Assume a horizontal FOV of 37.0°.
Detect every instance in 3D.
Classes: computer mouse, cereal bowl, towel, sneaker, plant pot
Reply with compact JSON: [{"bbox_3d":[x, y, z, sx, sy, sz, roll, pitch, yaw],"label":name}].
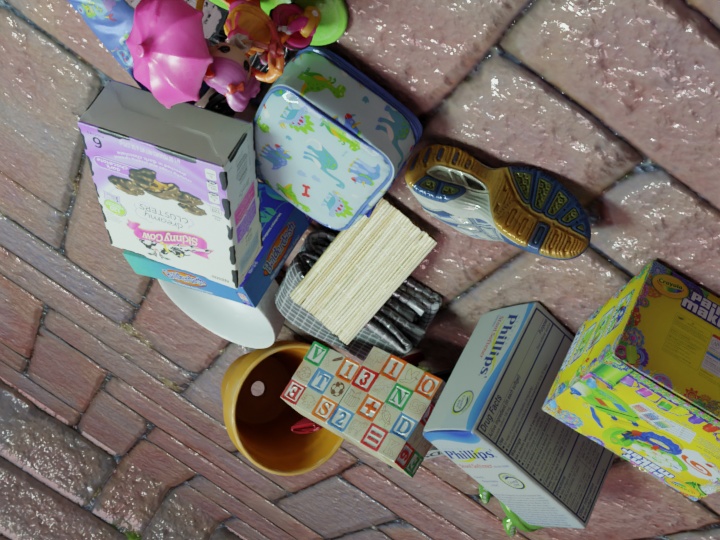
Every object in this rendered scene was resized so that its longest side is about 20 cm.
[{"bbox_3d":[-0.180,-0.240,1.086,0.199,0.046,0.140,35,120,-20],"label":"computer mouse"},{"bbox_3d":[-0.188,0.020,1.543,0.199,0.084,0.201,25,154,13],"label":"cereal bowl"},{"bbox_3d":[-0.010,0.049,1.400,0.199,0.086,0.166,32,155,0],"label":"towel"},{"bbox_3d":[0.141,-0.062,1.081,0.199,0.076,0.088,28,166,22],"label":"sneaker"},{"bbox_3d":[-0.137,0.204,1.708,0.200,0.201,0.183,43,167,-22],"label":"plant pot"}]

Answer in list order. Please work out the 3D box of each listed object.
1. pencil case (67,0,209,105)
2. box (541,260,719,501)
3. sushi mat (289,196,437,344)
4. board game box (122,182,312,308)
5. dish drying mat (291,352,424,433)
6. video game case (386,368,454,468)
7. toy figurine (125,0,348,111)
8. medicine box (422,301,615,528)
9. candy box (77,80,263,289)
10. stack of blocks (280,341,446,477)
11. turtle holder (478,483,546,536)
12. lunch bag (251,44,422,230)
[{"bbox_3d":[-0.236,-0.251,1.130,0.086,0.078,0.200,-26,121,28],"label":"pencil case"},{"bbox_3d":[0.327,0.121,1.121,0.199,0.123,0.193,31,154,1],"label":"box"},{"bbox_3d":[0.000,0.000,1.275,0.095,0.012,0.200,37,124,-4],"label":"sushi mat"},{"bbox_3d":[-0.176,-0.045,1.341,0.199,0.153,0.045,13,148,32],"label":"board game box"},{"bbox_3d":[-0.001,0.170,1.485,0.018,0.199,0.077,62,150,-3],"label":"dish drying mat"},{"bbox_3d":[0.107,0.203,1.492,0.179,0.026,0.201,-14,143,4],"label":"video game case"},{"bbox_3d":[-0.120,-0.209,0.939,0.200,0.185,0.150,38,143,-23],"label":"toy figurine"},{"bbox_3d":[0.204,0.172,1.272,0.200,0.183,0.103,41,152,-19],"label":"medicine box"},{"bbox_3d":[-0.197,-0.088,1.158,0.166,0.072,0.201,18,144,13],"label":"candy box"},{"bbox_3d":[0.009,0.160,1.353,0.199,0.116,0.059,23,164,37],"label":"stack of blocks"},{"bbox_3d":[0.239,0.261,1.471,0.131,0.141,0.187,-20,92,28],"label":"turtle holder"},{"bbox_3d":[-0.033,-0.131,1.119,0.160,0.083,0.200,35,154,-4],"label":"lunch bag"}]
